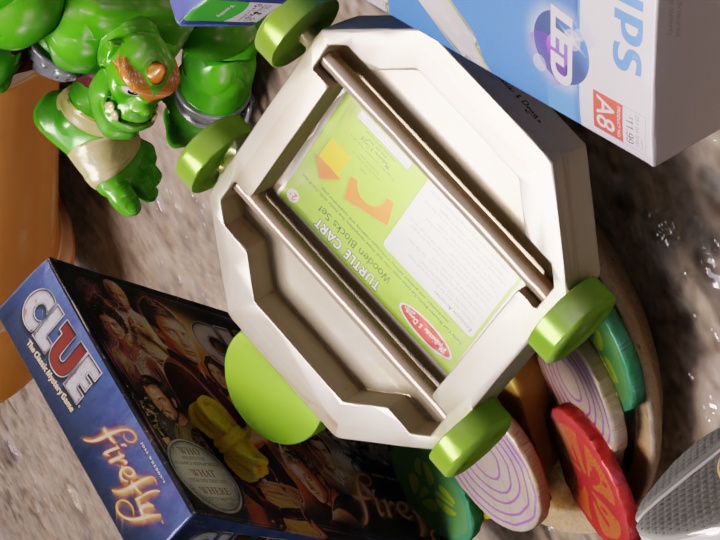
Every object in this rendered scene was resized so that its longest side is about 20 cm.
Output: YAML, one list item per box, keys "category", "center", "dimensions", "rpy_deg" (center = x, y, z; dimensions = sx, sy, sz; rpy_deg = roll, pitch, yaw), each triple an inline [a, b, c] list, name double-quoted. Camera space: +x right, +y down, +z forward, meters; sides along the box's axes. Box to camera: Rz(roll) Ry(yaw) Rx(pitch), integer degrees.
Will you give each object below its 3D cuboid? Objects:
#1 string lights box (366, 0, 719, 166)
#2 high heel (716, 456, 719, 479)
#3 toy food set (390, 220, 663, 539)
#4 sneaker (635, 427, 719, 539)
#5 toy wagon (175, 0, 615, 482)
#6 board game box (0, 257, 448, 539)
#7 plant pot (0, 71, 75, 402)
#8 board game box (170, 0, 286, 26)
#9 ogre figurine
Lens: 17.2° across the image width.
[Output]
- category: "string lights box"
  center: [0.045, -0.126, 0.765]
  dimensions: [0.200, 0.059, 0.103]
  rpy_deg: [35, 140, 40]
- category: "high heel"
  center: [0.149, -0.008, 0.683]
  dimensions: [0.200, 0.071, 0.143]
  rpy_deg: [-28, 99, 47]
- category: "toy food set"
  center: [0.045, 0.023, 0.929]
  dimensions: [0.198, 0.049, 0.200]
  rpy_deg: [60, 153, -2]
- category: "sneaker"
  center: [0.174, 0.091, 0.773]
  dimensions: [0.080, 0.070, 0.200]
  rpy_deg: [49, 159, -15]
- category: "toy wagon"
  center: [0.000, 0.000, 0.854]
  dimensions: [0.155, 0.040, 0.200]
  rpy_deg: [48, 131, 13]
- category: "board game box"
  center: [-0.044, 0.072, 0.977]
  dimensions: [0.035, 0.200, 0.136]
  rpy_deg: [-47, 56, 18]
- category: "plant pot"
  center: [-0.228, -0.057, 1.186]
  dimensions: [0.200, 0.200, 0.184]
  rpy_deg: [45, 134, 26]
- category: "board game box"
  center: [-0.035, -0.196, 0.750]
  dimensions: [0.135, 0.034, 0.201]
  rpy_deg: [-29, 73, 44]
- category: "ogre figurine"
  center: [-0.118, -0.088, 0.967]
  dimensions: [0.120, 0.199, 0.098]
  rpy_deg: [-46, 35, 44]
